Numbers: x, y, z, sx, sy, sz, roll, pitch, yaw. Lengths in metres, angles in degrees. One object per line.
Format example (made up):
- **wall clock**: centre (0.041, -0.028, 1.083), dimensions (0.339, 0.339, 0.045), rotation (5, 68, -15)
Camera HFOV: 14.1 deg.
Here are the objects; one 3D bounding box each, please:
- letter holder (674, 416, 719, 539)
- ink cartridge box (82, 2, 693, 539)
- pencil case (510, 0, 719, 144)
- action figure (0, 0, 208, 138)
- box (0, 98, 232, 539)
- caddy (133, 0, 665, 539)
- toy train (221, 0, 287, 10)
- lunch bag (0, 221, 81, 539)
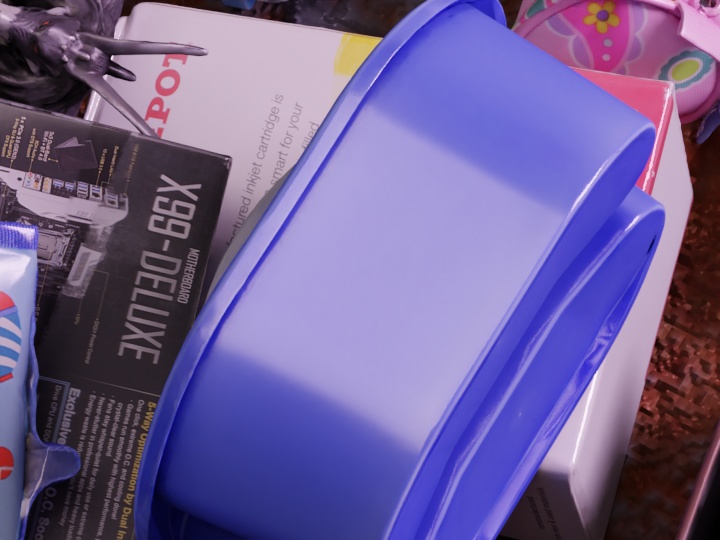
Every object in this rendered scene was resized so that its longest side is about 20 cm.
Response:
- **letter holder**: centre (0.139, 0.108, 0.891), dimensions (0.100, 0.142, 0.201), rotation (16, 70, 18)
- **ink cartridge box**: centre (0.000, 0.000, 1.003), dimensions (0.199, 0.083, 0.146), rotation (11, 69, 16)
- **pencil case**: centre (0.102, -0.146, 1.039), dimensions (0.087, 0.088, 0.201), rotation (1, 58, 12)
- **action figure**: centre (-0.151, -0.093, 0.992), dimensions (0.199, 0.102, 0.119), rotation (22, 96, 36)
- **box**: centre (-0.139, 0.042, 0.924), dimensions (0.157, 0.050, 0.201), rotation (13, 85, -5)
- **caddy**: centre (0.007, 0.012, 0.873), dimensions (0.105, 0.141, 0.200), rotation (29, 75, 17)
- **toy train**: centre (-0.026, -0.194, 1.103), dimensions (0.114, 0.087, 0.201), rotation (12, 71, 27)
- **lunch bag**: centre (-0.183, 0.057, 0.861), dimensions (0.199, 0.094, 0.152), rotation (3, 87, -18)
